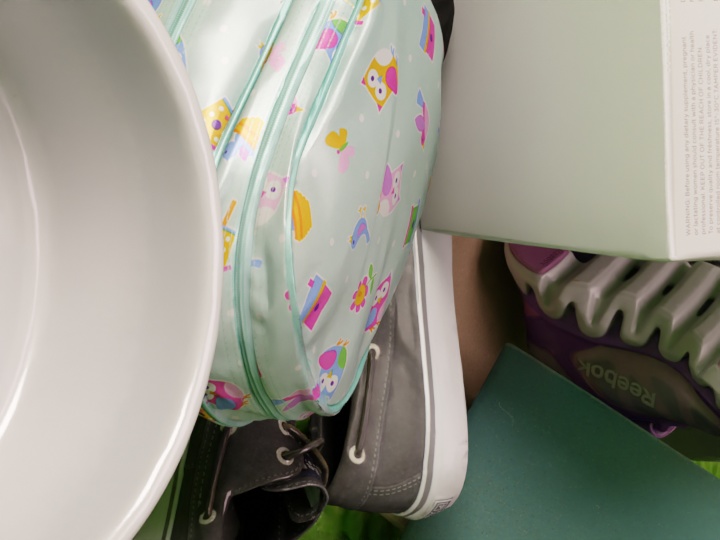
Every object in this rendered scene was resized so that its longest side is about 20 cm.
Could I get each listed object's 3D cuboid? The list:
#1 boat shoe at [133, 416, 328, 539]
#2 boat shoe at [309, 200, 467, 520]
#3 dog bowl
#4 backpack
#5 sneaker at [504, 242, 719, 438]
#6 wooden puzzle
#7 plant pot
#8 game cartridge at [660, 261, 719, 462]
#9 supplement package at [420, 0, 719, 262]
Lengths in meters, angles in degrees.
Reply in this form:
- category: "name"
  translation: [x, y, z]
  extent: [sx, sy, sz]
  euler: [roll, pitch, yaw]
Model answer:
- category: "boat shoe"
  translation: [-0.043, 0.085, 0.829]
  extent: [0.070, 0.066, 0.201]
  euler: [54, 44, -51]
- category: "boat shoe"
  translation: [0.000, 0.000, 0.898]
  extent: [0.056, 0.069, 0.202]
  euler: [2, 69, -29]
- category: "dog bowl"
  translation: [-0.130, -0.002, 0.605]
  extent: [0.199, 0.078, 0.202]
  euler: [-6, 97, -51]
- category: "backpack"
  translation: [-0.040, -0.047, 0.767]
  extent: [0.201, 0.126, 0.167]
  euler: [-69, 150, -28]
- category: "sneaker"
  translation: [0.153, 0.045, 1.035]
  extent: [0.080, 0.199, 0.089]
  euler: [-39, 148, -37]
- category: "wooden puzzle"
  translation: [0.041, 0.039, 1.034]
  extent: [0.200, 0.037, 0.187]
  euler: [51, 47, -58]
- category: "plant pot"
  translation: [0.084, 0.166, 0.975]
  extent: [0.201, 0.141, 0.141]
  euler: [-55, 148, -2]
- category: "game cartridge"
  translation: [0.172, 0.029, 1.142]
  extent: [0.040, 0.200, 0.135]
  euler: [3, 93, -20]
- category: "supplement package"
  translation: [0.106, -0.089, 0.803]
  extent: [0.110, 0.200, 0.157]
  euler: [-4, 96, -21]
